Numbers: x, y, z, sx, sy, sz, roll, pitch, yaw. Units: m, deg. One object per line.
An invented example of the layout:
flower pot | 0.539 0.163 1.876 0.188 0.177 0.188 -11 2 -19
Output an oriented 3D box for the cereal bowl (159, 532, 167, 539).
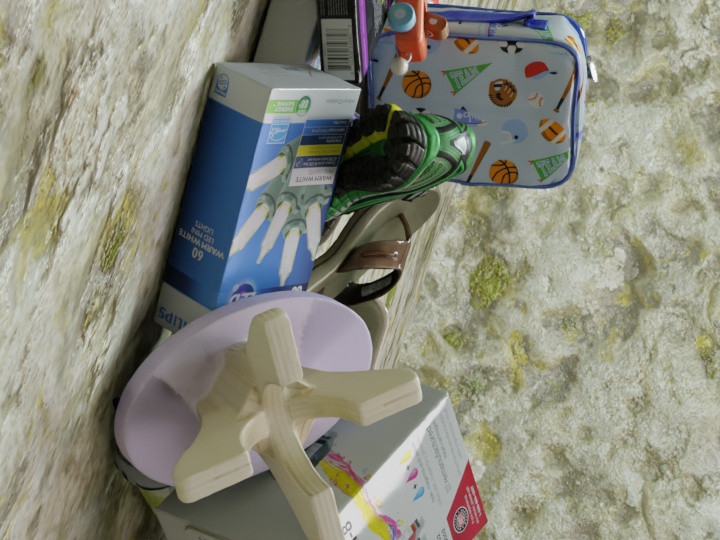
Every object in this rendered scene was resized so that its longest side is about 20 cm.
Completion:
cereal bowl | -0.095 0.269 1.513 0.083 0.200 0.201 35 66 -36

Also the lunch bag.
lunch bag | 0.105 -0.156 1.513 0.076 0.199 0.161 -69 161 -58

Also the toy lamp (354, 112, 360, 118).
toy lamp | -0.001 -0.078 1.474 0.200 0.058 0.058 65 42 -62

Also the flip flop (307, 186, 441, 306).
flip flop | 0.000 0.000 1.448 0.200 0.058 0.081 -42 155 -25

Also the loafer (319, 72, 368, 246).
loafer | -0.027 -0.116 1.561 0.068 0.075 0.201 -28 135 -72

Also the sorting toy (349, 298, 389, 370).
sorting toy | -0.044 0.106 1.577 0.185 0.036 0.201 22 -80 64

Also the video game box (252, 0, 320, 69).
video game box | -0.061 -0.123 1.407 0.182 0.047 0.201 -19 127 -78

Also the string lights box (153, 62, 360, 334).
string lights box | -0.076 -0.048 1.269 0.103 0.059 0.201 -8 119 -51

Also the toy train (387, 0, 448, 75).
toy train | 0.046 -0.254 1.379 0.200 0.055 0.151 73 19 -65

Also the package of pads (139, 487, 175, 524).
package of pads | -0.127 0.134 1.437 0.200 0.068 0.155 84 25 -67

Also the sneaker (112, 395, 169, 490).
sneaker | -0.095 0.084 1.292 0.200 0.074 0.088 -33 143 -29

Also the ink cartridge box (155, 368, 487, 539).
ink cartridge box | -0.027 0.190 1.338 0.200 0.144 0.146 -44 132 -32

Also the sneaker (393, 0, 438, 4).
sneaker | 0.026 -0.258 1.538 0.200 0.093 0.071 88 22 -72

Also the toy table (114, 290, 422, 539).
toy table | -0.060 0.096 1.211 0.200 0.117 0.184 -34 119 -17

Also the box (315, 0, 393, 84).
box | -0.004 -0.246 1.346 0.200 0.036 0.143 -70 159 -62

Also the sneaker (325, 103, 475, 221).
sneaker | 0.012 -0.074 1.317 0.200 0.085 0.078 -7 -100 58
